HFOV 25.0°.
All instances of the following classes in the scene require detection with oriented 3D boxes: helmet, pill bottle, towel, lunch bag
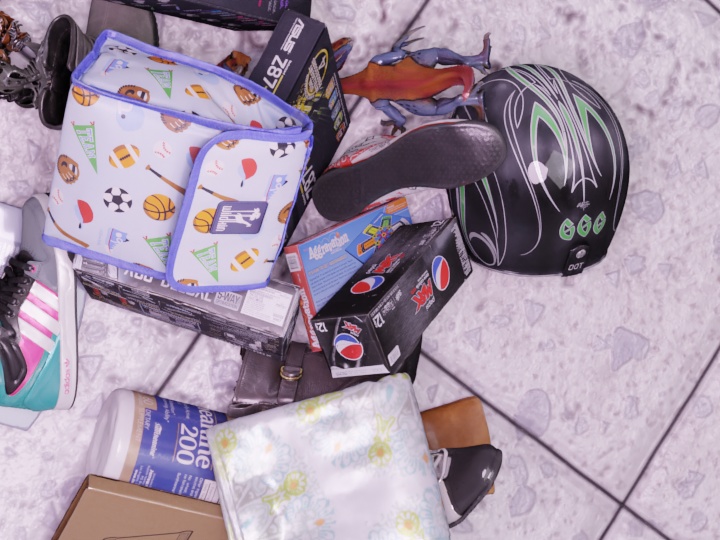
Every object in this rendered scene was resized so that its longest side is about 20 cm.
[{"bbox_3d":[0.175,-0.107,1.626,0.199,0.200,0.192,-11,112,-18],"label":"helmet"},{"bbox_3d":[-0.154,0.187,1.556,0.199,0.111,0.112,16,87,-19],"label":"pill bottle"},{"bbox_3d":[-0.031,0.199,1.470,0.199,0.048,0.172,-15,77,2],"label":"towel"},{"bbox_3d":[-0.150,-0.081,1.359,0.199,0.124,0.171,18,124,-2],"label":"lunch bag"}]

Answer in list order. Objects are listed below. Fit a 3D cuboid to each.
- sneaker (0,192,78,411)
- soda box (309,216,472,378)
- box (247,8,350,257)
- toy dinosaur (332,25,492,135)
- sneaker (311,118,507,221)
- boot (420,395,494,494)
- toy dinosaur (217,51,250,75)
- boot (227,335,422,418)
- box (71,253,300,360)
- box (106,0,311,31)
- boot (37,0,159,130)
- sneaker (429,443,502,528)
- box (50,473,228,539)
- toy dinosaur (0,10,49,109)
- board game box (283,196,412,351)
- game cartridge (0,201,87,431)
[{"bbox_3d":[-0.325,0.033,1.473,0.120,0.083,0.201,-5,95,-29],"label":"sneaker"},{"bbox_3d":[0.033,0.024,1.551,0.200,0.070,0.064,-46,121,-50],"label":"soda box"},{"bbox_3d":[-0.072,-0.124,1.518,0.049,0.200,0.162,24,72,15],"label":"box"},{"bbox_3d":[0.034,-0.196,1.568,0.180,0.200,0.106,4,85,11],"label":"toy dinosaur"},{"bbox_3d":[0.054,-0.112,1.580,0.200,0.108,0.068,-19,104,22],"label":"sneaker"},{"bbox_3d":[0.044,0.233,1.667,0.199,0.068,0.190,-5,87,-27],"label":"boot"},{"bbox_3d":[-0.177,-0.135,1.543,0.199,0.105,0.182,15,68,-8],"label":"toy dinosaur"},{"bbox_3d":[-0.033,0.086,1.603,0.173,0.200,0.070,13,128,7],"label":"boot"},{"bbox_3d":[-0.156,0.022,1.492,0.199,0.158,0.050,18,79,1],"label":"box"},{"bbox_3d":[-0.143,-0.296,1.499,0.199,0.106,0.123,6,91,-49],"label":"box"},{"bbox_3d":[-0.239,-0.198,1.472,0.067,0.131,0.201,-7,67,15],"label":"boot"},{"bbox_3d":[0.044,0.199,1.521,0.088,0.200,0.074,42,43,-20],"label":"sneaker"},{"bbox_3d":[-0.188,0.265,1.539,0.199,0.164,0.021,16,43,-19],"label":"box"},{"bbox_3d":[-0.335,-0.180,1.499,0.135,0.102,0.201,4,106,5],"label":"toy dinosaur"},{"bbox_3d":[0.000,0.000,1.589,0.200,0.019,0.104,-26,104,-54],"label":"board game box"},{"bbox_3d":[-0.330,0.042,1.529,0.133,0.040,0.201,18,87,-16],"label":"game cartridge"}]
